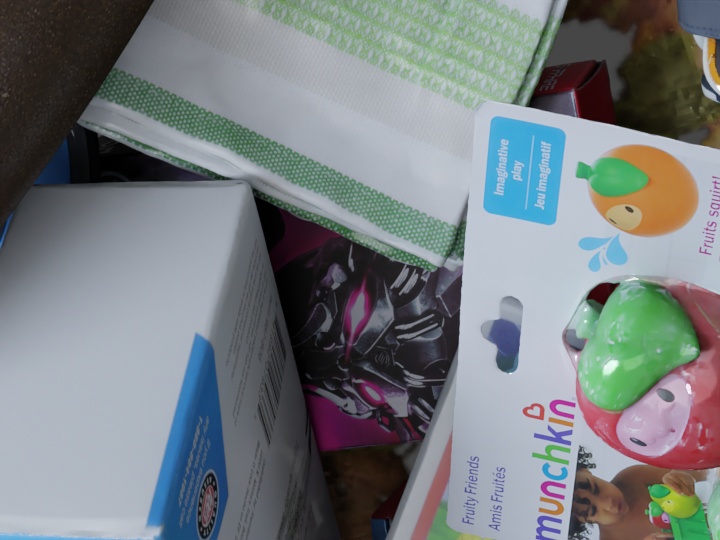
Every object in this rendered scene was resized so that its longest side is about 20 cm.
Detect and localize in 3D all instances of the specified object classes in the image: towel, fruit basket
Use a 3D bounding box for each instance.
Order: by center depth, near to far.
[{"bbox_3d":[0.123,0.045,0.684,0.199,0.094,0.186,10,133,7],"label":"fruit basket"},{"bbox_3d":[0.004,-0.115,0.760,0.149,0.031,0.201,23,91,-11],"label":"towel"}]

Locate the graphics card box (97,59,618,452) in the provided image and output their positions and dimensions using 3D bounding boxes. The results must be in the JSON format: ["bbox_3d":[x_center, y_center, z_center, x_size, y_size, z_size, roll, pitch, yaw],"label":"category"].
[{"bbox_3d":[0.000,0.000,0.847,0.199,0.051,0.126,-6,107,18],"label":"graphics card box"}]

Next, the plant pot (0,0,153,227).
[{"bbox_3d":[-0.142,-0.094,0.696,0.200,0.187,0.187,-41,94,-1],"label":"plant pot"}]

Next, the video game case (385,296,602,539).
[{"bbox_3d":[0.102,0.124,0.778,0.199,0.023,0.183,21,98,5],"label":"video game case"}]

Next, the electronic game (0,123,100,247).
[{"bbox_3d":[-0.185,-0.046,0.820,0.199,0.042,0.201,7,112,17],"label":"electronic game"}]

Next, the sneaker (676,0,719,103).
[{"bbox_3d":[0.135,-0.104,0.758,0.079,0.078,0.201,-23,102,15],"label":"sneaker"}]

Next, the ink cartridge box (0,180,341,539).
[{"bbox_3d":[-0.069,0.090,0.776,0.084,0.145,0.200,0,137,12],"label":"ink cartridge box"}]

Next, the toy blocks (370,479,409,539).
[{"bbox_3d":[0.072,0.122,0.846,0.199,0.100,0.137,-3,99,30],"label":"toy blocks"}]
